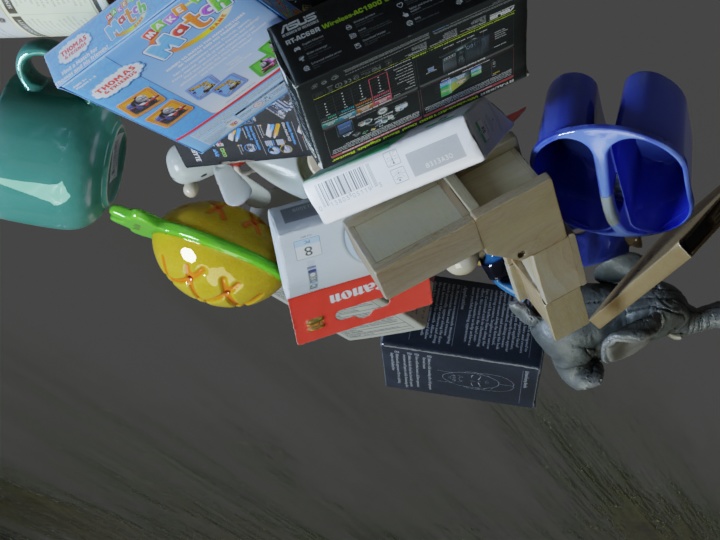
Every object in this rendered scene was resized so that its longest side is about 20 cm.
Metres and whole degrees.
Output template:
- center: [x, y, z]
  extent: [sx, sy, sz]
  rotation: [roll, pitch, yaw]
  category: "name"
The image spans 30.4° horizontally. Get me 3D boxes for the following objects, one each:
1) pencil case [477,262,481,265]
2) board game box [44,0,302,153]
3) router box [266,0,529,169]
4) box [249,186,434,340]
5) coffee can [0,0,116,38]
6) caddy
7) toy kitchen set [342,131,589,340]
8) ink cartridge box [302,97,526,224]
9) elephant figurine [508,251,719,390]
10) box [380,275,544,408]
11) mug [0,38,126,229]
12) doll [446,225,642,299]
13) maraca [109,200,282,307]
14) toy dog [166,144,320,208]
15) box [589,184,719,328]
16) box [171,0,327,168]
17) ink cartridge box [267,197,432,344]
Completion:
- center: [0.116, -0.041, 1.432]
  extent: [0.200, 0.083, 0.087]
  rotation: [16, 157, -9]
  category: "pencil case"
- center: [-0.125, -0.168, 1.038]
  extent: [0.151, 0.037, 0.200]
  rotation: [-33, 159, 16]
  category: "board game box"
- center: [0.036, -0.175, 1.067]
  extent: [0.200, 0.062, 0.150]
  rotation: [-24, 158, -3]
  category: "router box"
- center: [-0.024, -0.011, 1.527]
  extent: [0.128, 0.109, 0.200]
  rotation: [-11, 148, 41]
  category: "box"
- center: [-0.262, -0.255, 1.041]
  extent: [0.200, 0.146, 0.146]
  rotation: [2, 155, 19]
  category: "coffee can"
- center: [0.235, -0.097, 1.225]
  extent: [0.141, 0.105, 0.200]
  rotation: [3, 155, 21]
  category: "caddy"
- center: [0.090, -0.024, 1.256]
  extent: [0.180, 0.163, 0.200]
  rotation: [-28, 134, -4]
  category: "toy kitchen set"
- center: [0.055, -0.114, 1.198]
  extent: [0.161, 0.200, 0.050]
  rotation: [-22, 103, 24]
  category: "ink cartridge box"
- center: [0.306, 0.045, 1.520]
  extent: [0.200, 0.155, 0.142]
  rotation: [-21, 98, 34]
  category: "elephant figurine"
- center: [0.133, 0.089, 1.683]
  extent: [0.200, 0.107, 0.148]
  rotation: [9, 156, 7]
  category: "box"
- center: [-0.303, -0.124, 1.344]
  extent: [0.114, 0.152, 0.185]
  rotation: [11, 157, -1]
  category: "mug"
- center: [0.180, -0.037, 1.365]
  extent: [0.200, 0.137, 0.048]
  rotation: [-15, 176, 6]
  category: "doll"
- center: [-0.168, -0.025, 1.392]
  extent: [0.200, 0.107, 0.137]
  rotation: [21, 168, -7]
  category: "maraca"
- center: [-0.088, -0.087, 1.346]
  extent: [0.200, 0.096, 0.132]
  rotation: [-1, -177, 25]
  category: "toy dog"
- center: [0.313, -0.031, 1.289]
  extent: [0.021, 0.163, 0.200]
  rotation: [45, 154, 5]
  category: "box"
- center: [-0.092, -0.178, 1.188]
  extent: [0.198, 0.050, 0.200]
  rotation: [-6, 144, 11]
  category: "box"
- center: [0.000, 0.000, 1.354]
  extent: [0.160, 0.047, 0.200]
  rotation: [-17, 135, -8]
  category: "ink cartridge box"
